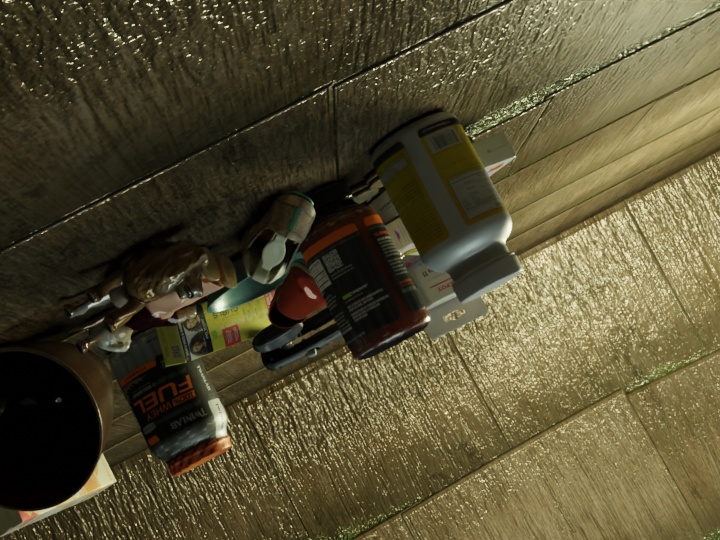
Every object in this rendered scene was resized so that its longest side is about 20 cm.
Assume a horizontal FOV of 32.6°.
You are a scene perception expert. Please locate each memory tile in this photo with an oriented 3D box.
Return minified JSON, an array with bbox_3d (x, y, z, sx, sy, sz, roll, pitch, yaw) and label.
[{"bbox_3d":[0.043,-0.116,1.576,0.200,0.017,0.153,-33,171,37],"label":"memory tile"}]

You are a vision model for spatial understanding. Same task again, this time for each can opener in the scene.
[{"bbox_3d":[-0.055,0.082,1.749,0.199,0.064,0.079,-23,171,-2],"label":"can opener"}]

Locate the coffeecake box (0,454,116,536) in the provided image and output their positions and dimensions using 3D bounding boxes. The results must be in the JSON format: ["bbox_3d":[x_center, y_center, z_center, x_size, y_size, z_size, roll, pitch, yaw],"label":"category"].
[{"bbox_3d":[-0.503,0.304,1.920,0.073,0.154,0.200,-33,171,33],"label":"coffeecake box"}]

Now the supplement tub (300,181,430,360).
[{"bbox_3d":[-0.003,-0.003,1.464,0.107,0.201,0.107,-26,173,-4],"label":"supplement tub"}]

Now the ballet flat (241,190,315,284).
[{"bbox_3d":[-0.106,-0.025,1.436,0.200,0.068,0.068,122,-14,-62],"label":"ballet flat"}]

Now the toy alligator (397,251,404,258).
[{"bbox_3d":[0.000,0.000,1.587,0.059,0.055,0.200,18,174,-22],"label":"toy alligator"}]

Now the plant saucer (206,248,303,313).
[{"bbox_3d":[-0.124,-0.005,1.652,0.199,0.036,0.200,-27,172,-4],"label":"plant saucer"}]

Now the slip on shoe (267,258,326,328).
[{"bbox_3d":[-0.079,0.035,1.631,0.061,0.074,0.200,-61,-171,-22],"label":"slip on shoe"}]

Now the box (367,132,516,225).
[{"bbox_3d":[0.087,-0.102,1.611,0.155,0.041,0.200,-22,172,-37],"label":"box"}]

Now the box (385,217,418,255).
[{"bbox_3d":[0.076,-0.045,1.645,0.039,0.042,0.200,-28,173,16],"label":"box"}]

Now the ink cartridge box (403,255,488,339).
[{"bbox_3d":[0.111,-0.014,1.791,0.117,0.201,0.067,-24,172,-24],"label":"ink cartridge box"}]

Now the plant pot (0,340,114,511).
[{"bbox_3d":[-0.365,0.157,1.446,0.186,0.188,0.200,-29,-173,10],"label":"plant pot"}]

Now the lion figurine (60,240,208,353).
[{"bbox_3d":[-0.248,0.023,1.330,0.122,0.073,0.200,-38,-167,-32],"label":"lion figurine"}]

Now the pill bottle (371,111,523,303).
[{"bbox_3d":[0.102,-0.069,1.394,0.112,0.201,0.112,-26,172,-4],"label":"pill bottle"}]

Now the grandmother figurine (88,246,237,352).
[{"bbox_3d":[-0.243,0.041,1.478,0.199,0.061,0.121,-28,145,20],"label":"grandmother figurine"}]

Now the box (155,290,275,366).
[{"bbox_3d":[-0.196,0.072,1.732,0.050,0.076,0.200,-11,-175,42],"label":"box"}]

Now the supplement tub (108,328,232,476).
[{"bbox_3d":[-0.271,0.186,1.777,0.122,0.201,0.123,-28,172,-4],"label":"supplement tub"}]
